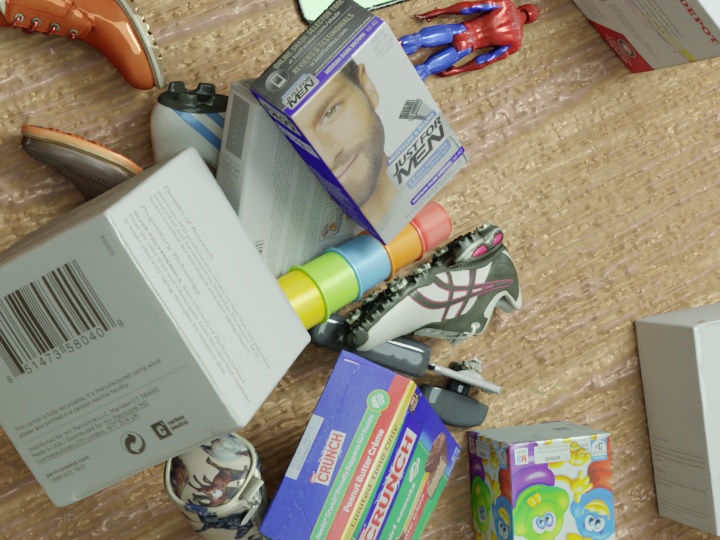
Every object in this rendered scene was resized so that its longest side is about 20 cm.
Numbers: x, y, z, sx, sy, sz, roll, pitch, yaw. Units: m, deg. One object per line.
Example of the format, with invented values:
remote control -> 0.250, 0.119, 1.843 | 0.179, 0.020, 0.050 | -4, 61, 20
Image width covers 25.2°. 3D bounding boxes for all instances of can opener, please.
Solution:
can opener -> 0.039, 0.089, 1.471 | 0.200, 0.053, 0.067 | 23, 85, -17

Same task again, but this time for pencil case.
pencil case -> -0.101, 0.212, 1.364 | 0.078, 0.089, 0.200 | -42, 146, -15

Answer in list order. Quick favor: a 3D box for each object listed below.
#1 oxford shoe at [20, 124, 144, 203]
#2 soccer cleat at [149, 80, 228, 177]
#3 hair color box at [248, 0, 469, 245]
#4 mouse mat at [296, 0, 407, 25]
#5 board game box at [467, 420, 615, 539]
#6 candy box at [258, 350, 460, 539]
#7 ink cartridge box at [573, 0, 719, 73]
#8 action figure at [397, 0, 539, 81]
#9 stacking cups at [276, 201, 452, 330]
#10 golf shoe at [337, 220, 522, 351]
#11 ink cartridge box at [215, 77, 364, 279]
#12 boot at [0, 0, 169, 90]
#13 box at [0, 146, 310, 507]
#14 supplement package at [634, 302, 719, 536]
oxford shoe -> -0.208, -0.059, 1.378 | 0.200, 0.071, 0.073 | 29, 88, -17
soccer cleat -> -0.090, -0.116, 1.424 | 0.200, 0.070, 0.086 | 3, 114, -21
hair color box -> 0.004, -0.120, 1.328 | 0.109, 0.065, 0.200 | -46, 140, -6
mouse mat -> -0.006, -0.336, 1.468 | 0.161, 0.008, 0.200 | -19, 96, -17
board game box -> 0.169, 0.248, 1.491 | 0.103, 0.105, 0.200 | -5, 92, -17
candy box -> 0.004, 0.185, 1.378 | 0.077, 0.200, 0.169 | 19, 74, 23
ink cartridge box -> 0.298, -0.286, 1.467 | 0.145, 0.200, 0.145 | -44, 104, -12
action figure -> 0.082, -0.209, 1.479 | 0.200, 0.052, 0.065 | -22, 104, -21
stacking cups -> 0.000, 0.000, 1.421 | 0.200, 0.060, 0.061 | -27, 100, -30
golf shoe -> 0.070, 0.032, 1.440 | 0.200, 0.077, 0.088 | -31, 94, -33
ink cartridge box -> -0.046, -0.077, 1.396 | 0.176, 0.045, 0.200 | -15, 129, -40
boot -> -0.249, -0.217, 1.362 | 0.107, 0.075, 0.200 | -40, 94, -10
box -> -0.189, 0.045, 1.293 | 0.199, 0.171, 0.200 | -26, 103, 26
supplement package -> 0.350, 0.137, 1.541 | 0.117, 0.117, 0.200 | -9, 95, -17
